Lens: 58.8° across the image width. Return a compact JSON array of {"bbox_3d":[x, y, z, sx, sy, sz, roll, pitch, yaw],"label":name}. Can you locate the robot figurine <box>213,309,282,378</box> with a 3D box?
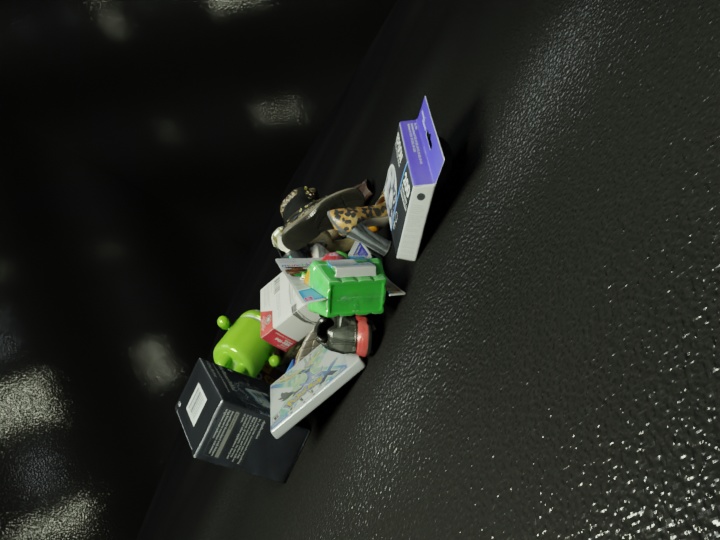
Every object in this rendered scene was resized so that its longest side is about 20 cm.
[{"bbox_3d":[-0.259,0.175,1.466,0.201,0.173,0.117,-54,-4,-44],"label":"robot figurine"}]

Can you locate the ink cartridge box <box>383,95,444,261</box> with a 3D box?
[{"bbox_3d":[0.085,-0.160,1.085,0.201,0.042,0.204,-97,16,-48],"label":"ink cartridge box"}]

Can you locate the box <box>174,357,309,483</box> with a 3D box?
[{"bbox_3d":[-0.231,0.285,1.230,0.120,0.197,0.196,-61,31,2],"label":"box"}]

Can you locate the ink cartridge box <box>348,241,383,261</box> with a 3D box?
[{"bbox_3d":[0.000,0.000,1.309,0.101,0.038,0.200,-61,13,10],"label":"ink cartridge box"}]

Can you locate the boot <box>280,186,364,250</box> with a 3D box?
[{"bbox_3d":[-0.092,-0.139,1.384,0.197,0.074,0.152,-34,32,6],"label":"boot"}]

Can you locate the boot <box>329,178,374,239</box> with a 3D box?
[{"bbox_3d":[-0.026,-0.170,1.682,0.167,0.072,0.201,-47,17,13],"label":"boot"}]

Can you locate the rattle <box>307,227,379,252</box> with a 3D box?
[{"bbox_3d":[-0.056,-0.055,1.446,0.198,0.131,0.143,-38,54,-3],"label":"rattle"}]

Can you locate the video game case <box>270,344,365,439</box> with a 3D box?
[{"bbox_3d":[-0.084,0.193,1.160,0.199,0.022,0.183,-40,17,3],"label":"video game case"}]

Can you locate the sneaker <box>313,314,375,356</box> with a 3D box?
[{"bbox_3d":[-0.039,0.091,1.129,0.201,0.095,0.073,-127,40,-69],"label":"sneaker"}]

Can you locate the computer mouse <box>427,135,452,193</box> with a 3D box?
[{"bbox_3d":[0.126,-0.184,1.146,0.200,0.051,0.143,172,107,-81],"label":"computer mouse"}]

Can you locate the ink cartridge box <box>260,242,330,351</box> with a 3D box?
[{"bbox_3d":[-0.132,0.061,1.428,0.198,0.082,0.150,-37,40,26],"label":"ink cartridge box"}]

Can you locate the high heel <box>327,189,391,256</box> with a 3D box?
[{"bbox_3d":[0.008,-0.134,1.301,0.072,0.140,0.203,-48,21,41],"label":"high heel"}]

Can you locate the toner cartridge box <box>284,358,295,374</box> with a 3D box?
[{"bbox_3d":[-0.173,0.303,1.388,0.204,0.042,0.095,-62,13,8],"label":"toner cartridge box"}]

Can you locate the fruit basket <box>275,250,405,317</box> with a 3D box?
[{"bbox_3d":[-0.038,0.004,1.100,0.201,0.179,0.097,-127,39,-57],"label":"fruit basket"}]

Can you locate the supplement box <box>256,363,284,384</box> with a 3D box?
[{"bbox_3d":[-0.280,0.307,1.500,0.104,0.129,0.202,-58,3,39],"label":"supplement box"}]

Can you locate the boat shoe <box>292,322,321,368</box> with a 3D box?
[{"bbox_3d":[-0.096,0.173,1.286,0.204,0.074,0.072,-60,13,7],"label":"boat shoe"}]

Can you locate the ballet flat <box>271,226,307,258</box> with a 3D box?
[{"bbox_3d":[-0.163,-0.062,1.437,0.074,0.072,0.201,-58,26,15],"label":"ballet flat"}]

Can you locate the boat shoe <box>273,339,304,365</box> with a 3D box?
[{"bbox_3d":[-0.167,0.186,1.562,0.200,0.061,0.076,134,132,-56],"label":"boat shoe"}]
